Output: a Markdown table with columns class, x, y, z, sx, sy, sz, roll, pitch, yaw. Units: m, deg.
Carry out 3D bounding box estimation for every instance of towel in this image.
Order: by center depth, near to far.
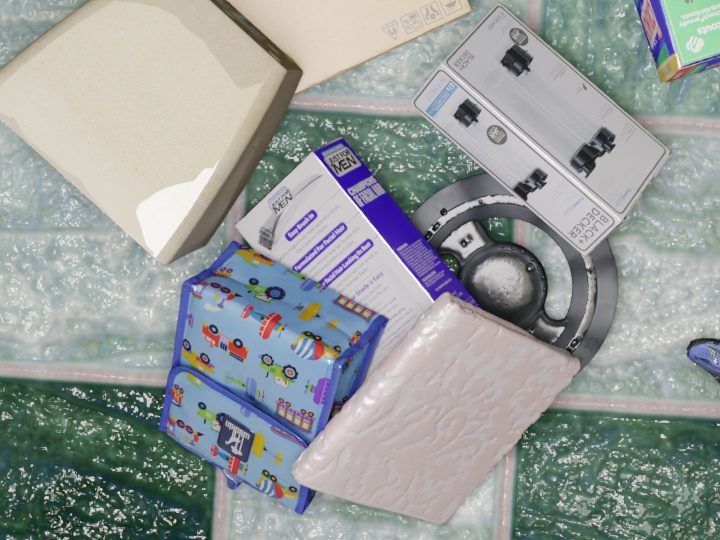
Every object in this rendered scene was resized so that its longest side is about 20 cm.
| class | x | y | z | sx | sy | sz | roll | pitch | yaw |
| --- | --- | --- | --- | --- | --- | --- | --- | --- | --- |
| towel | 0.065 | 0.118 | 1.447 | 0.200 | 0.191 | 0.032 | -51 | 48 | 15 |

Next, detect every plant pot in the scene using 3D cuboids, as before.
| class | x | y | z | sx | sy | sz | roll | pitch | yaw |
| --- | --- | --- | --- | --- | --- | --- | --- | --- | --- |
| plant pot | -0.159 | -0.144 | 1.429 | 0.200 | 0.200 | 0.177 | 41 | 97 | 0 |

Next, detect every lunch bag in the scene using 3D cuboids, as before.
| class | x | y | z | sx | sy | sz | roll | pitch | yaw |
| --- | --- | --- | --- | --- | --- | --- | --- | --- | --- |
| lunch bag | -0.085 | 0.102 | 1.477 | 0.151 | 0.094 | 0.200 | 27 | 124 | 14 |

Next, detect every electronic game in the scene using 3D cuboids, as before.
| class | x | y | z | sx | sy | sz | roll | pitch | yaw |
| --- | --- | --- | --- | --- | --- | --- | --- | --- | --- |
| electronic game | 0.122 | 0.014 | 1.519 | 0.200 | 0.042 | 0.200 | 1 | 96 | 5 |

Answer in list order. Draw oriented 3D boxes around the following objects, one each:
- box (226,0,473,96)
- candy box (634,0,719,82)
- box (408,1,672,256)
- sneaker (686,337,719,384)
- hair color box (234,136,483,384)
| class | x | y | z | sx | sy | sz | roll | pitch | yaw |
| --- | --- | --- | --- | --- | --- | --- | --- | --- | --- |
| box | -0.027 | -0.253 | 1.499 | 0.200 | 0.021 | 0.164 | -25 | 98 | 3 |
| candy box | 0.260 | -0.263 | 1.454 | 0.077 | 0.169 | 0.200 | -19 | 90 | 5 |
| box | 0.153 | -0.120 | 1.480 | 0.200 | 0.060 | 0.117 | 40 | 48 | -1 |
| sneaker | 0.352 | 0.135 | 1.506 | 0.200 | 0.075 | 0.078 | 45 | 94 | 1 |
| hair color box | 0.000 | 0.000 | 1.482 | 0.109 | 0.065 | 0.200 | -41 | 88 | 32 |
